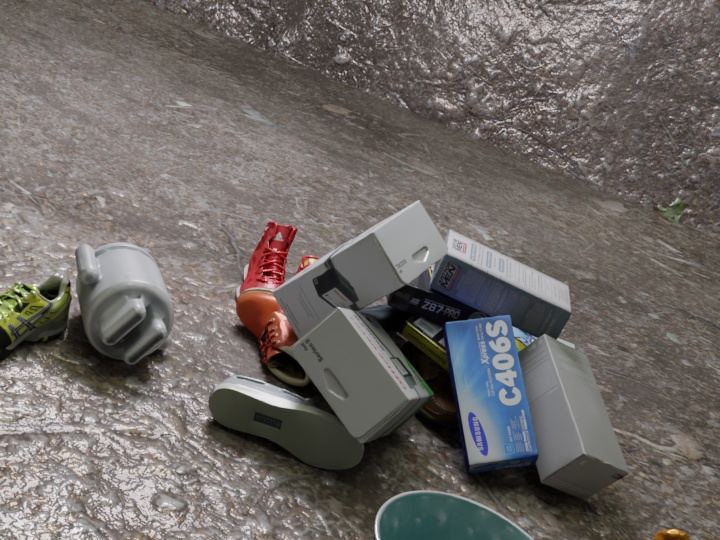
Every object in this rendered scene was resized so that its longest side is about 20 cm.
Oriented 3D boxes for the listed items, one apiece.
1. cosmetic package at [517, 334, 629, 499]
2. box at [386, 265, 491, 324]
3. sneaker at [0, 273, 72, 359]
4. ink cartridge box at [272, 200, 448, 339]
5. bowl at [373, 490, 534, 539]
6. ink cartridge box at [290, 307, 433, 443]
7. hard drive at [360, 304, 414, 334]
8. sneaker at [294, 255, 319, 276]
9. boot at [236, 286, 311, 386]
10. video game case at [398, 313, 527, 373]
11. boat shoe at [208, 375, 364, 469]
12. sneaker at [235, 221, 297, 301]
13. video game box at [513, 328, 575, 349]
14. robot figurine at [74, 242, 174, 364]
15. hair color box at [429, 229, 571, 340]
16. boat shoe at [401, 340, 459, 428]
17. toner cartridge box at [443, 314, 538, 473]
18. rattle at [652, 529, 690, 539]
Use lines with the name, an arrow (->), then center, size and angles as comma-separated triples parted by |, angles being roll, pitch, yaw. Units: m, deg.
cosmetic package -> 0.281, 0.200, 1.382 | 0.106, 0.090, 0.202 | 28, 39, -34
box -> 0.112, 0.011, 1.526 | 0.159, 0.050, 0.201 | 17, 26, -12
sneaker -> -0.425, 0.052, 1.202 | 0.075, 0.077, 0.200 | 28, 23, 14
ink cartridge box -> 0.000, 0.000, 1.364 | 0.084, 0.199, 0.145 | 59, 37, -3
bowl -> 0.091, 0.322, 0.988 | 0.198, 0.106, 0.201 | 18, 20, -7
ink cartridge box -> 0.007, 0.130, 1.265 | 0.146, 0.084, 0.200 | 51, 6, 11
hard drive -> 0.026, 0.076, 1.552 | 0.138, 0.033, 0.199 | -3, 2, 39
sneaker -> -0.081, 0.020, 1.538 | 0.076, 0.086, 0.200 | 5, 3, -5
boot -> -0.116, 0.092, 1.413 | 0.199, 0.076, 0.107 | 32, 28, 25
video game case -> 0.167, 0.111, 1.487 | 0.180, 0.026, 0.200 | 37, 25, 12
boat shoe -> -0.085, 0.177, 1.228 | 0.199, 0.071, 0.072 | 21, 22, 3
sneaker -> -0.144, -0.011, 1.571 | 0.077, 0.117, 0.200 | 14, 21, -17
video game box -> 0.276, 0.146, 1.691 | 0.180, 0.047, 0.200 | 19, 20, 2
robot figurine -> -0.306, 0.038, 1.299 | 0.170, 0.112, 0.200 | 54, -1, -35
hair color box -> 0.203, 0.023, 1.457 | 0.198, 0.061, 0.099 | 26, 23, -1
boat shoe -> 0.103, 0.151, 1.467 | 0.075, 0.075, 0.200 | 13, 21, -23
toner cartridge box -> 0.173, 0.164, 1.351 | 0.094, 0.043, 0.202 | -8, 64, -2
rattle -> 0.375, 0.333, 1.199 | 0.198, 0.145, 0.129 | -9, 17, -43
